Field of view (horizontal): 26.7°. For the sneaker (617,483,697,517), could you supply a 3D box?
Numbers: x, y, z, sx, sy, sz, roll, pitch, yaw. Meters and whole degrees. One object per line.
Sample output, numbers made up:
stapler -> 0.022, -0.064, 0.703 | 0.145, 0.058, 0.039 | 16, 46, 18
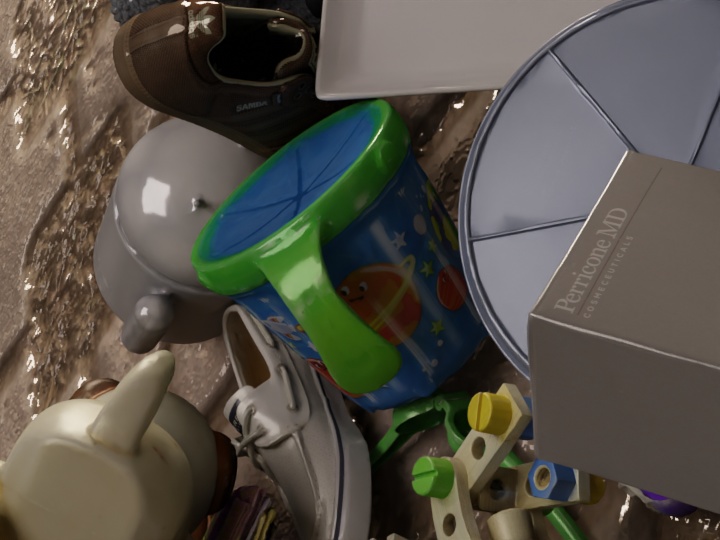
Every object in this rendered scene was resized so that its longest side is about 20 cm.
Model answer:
sneaker -> 0.146, 0.009, 0.700 | 0.099, 0.069, 0.201 | -26, 57, 35

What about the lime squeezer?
lime squeezer -> 0.047, 0.099, 0.811 | 0.199, 0.038, 0.071 | 4, 79, 51

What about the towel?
towel -> -0.090, 0.192, 0.866 | 0.200, 0.023, 0.144 | 139, 155, -78

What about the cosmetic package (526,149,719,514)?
cosmetic package -> 0.170, 0.035, 0.551 | 0.199, 0.091, 0.107 | 16, 48, 21

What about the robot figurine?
robot figurine -> -0.106, -0.025, 0.961 | 0.200, 0.112, 0.170 | 128, 163, -60

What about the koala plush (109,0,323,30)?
koala plush -> -0.023, -0.212, 0.927 | 0.200, 0.177, 0.185 | -11, 57, 53

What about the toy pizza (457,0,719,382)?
toy pizza -> 0.140, -0.027, 0.663 | 0.199, 0.032, 0.202 | -5, 76, 20

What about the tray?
tray -> 0.077, -0.139, 0.812 | 0.199, 0.022, 0.108 | -2, 66, 14

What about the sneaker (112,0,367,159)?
sneaker -> -0.042, -0.105, 0.849 | 0.075, 0.199, 0.071 | -13, 78, 39

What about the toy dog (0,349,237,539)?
toy dog -> -0.144, 0.122, 0.831 | 0.200, 0.139, 0.195 | -44, -32, -81

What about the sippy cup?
sippy cup -> 0.000, 0.000, 0.816 | 0.139, 0.130, 0.178 | -16, 31, 48

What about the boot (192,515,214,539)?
boot -> -0.178, 0.179, 0.959 | 0.076, 0.155, 0.201 | 0, 75, 51

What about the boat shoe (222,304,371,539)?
boat shoe -> -0.045, 0.091, 0.880 | 0.201, 0.069, 0.071 | -105, 31, -44

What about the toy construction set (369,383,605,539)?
toy construction set -> 0.039, 0.150, 0.712 | 0.200, 0.092, 0.132 | 126, 142, -56
